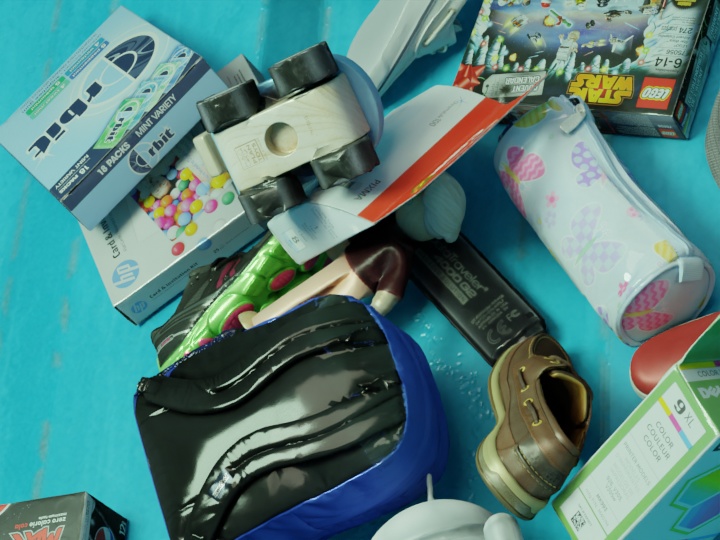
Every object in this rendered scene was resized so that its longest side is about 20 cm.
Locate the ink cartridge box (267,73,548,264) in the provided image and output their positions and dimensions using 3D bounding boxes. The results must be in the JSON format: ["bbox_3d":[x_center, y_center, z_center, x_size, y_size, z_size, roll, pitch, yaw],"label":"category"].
[{"bbox_3d":[0.032,-0.089,1.447,0.160,0.047,0.200,-43,7,-30],"label":"ink cartridge box"}]

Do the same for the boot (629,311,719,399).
[{"bbox_3d":[0.258,0.028,1.284,0.199,0.144,0.073,-15,56,23],"label":"boot"}]

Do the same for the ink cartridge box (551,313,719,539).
[{"bbox_3d":[0.220,0.108,1.224,0.200,0.103,0.059,-55,52,35],"label":"ink cartridge box"}]

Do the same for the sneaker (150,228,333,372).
[{"bbox_3d":[-0.095,0.007,1.548,0.200,0.077,0.084,-43,48,-3],"label":"sneaker"}]

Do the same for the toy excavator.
[{"bbox_3d":[-0.061,-0.106,1.483,0.193,0.200,0.100,-23,97,21],"label":"toy excavator"}]

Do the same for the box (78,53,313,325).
[{"bbox_3d":[-0.145,-0.071,1.645,0.199,0.041,0.156,-36,50,9],"label":"box"}]

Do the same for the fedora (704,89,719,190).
[{"bbox_3d":[0.335,-0.085,1.338,0.176,0.090,0.201,-33,45,8],"label":"fedora"}]

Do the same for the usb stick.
[{"bbox_3d":[0.071,0.002,1.481,0.055,0.033,0.200,-39,50,-3],"label":"usb stick"}]

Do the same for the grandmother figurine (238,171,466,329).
[{"bbox_3d":[0.000,0.000,1.465,0.200,0.061,0.122,-41,43,9],"label":"grandmother figurine"}]

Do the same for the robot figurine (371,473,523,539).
[{"bbox_3d":[0.066,0.237,1.293,0.170,0.112,0.201,-53,43,33],"label":"robot figurine"}]

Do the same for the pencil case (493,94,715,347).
[{"bbox_3d":[0.177,-0.039,1.408,0.091,0.083,0.200,-51,48,24],"label":"pencil case"}]

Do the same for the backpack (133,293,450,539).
[{"bbox_3d":[-0.037,0.114,1.387,0.199,0.168,0.163,-30,64,16],"label":"backpack"}]

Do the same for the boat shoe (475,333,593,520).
[{"bbox_3d":[0.130,0.095,1.319,0.068,0.072,0.200,-41,11,23],"label":"boat shoe"}]

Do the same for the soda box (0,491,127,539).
[{"bbox_3d":[-0.287,0.230,1.538,0.199,0.063,0.071,-12,58,24],"label":"soda box"}]

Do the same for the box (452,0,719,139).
[{"bbox_3d":[0.180,-0.178,1.516,0.199,0.040,0.138,7,68,33],"label":"box"}]

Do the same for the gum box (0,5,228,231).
[{"bbox_3d":[-0.222,-0.137,1.685,0.170,0.045,0.200,-46,33,-6],"label":"gum box"}]

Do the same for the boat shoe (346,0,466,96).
[{"bbox_3d":[0.053,-0.210,1.589,0.201,0.065,0.072,-59,25,15],"label":"boat shoe"}]
